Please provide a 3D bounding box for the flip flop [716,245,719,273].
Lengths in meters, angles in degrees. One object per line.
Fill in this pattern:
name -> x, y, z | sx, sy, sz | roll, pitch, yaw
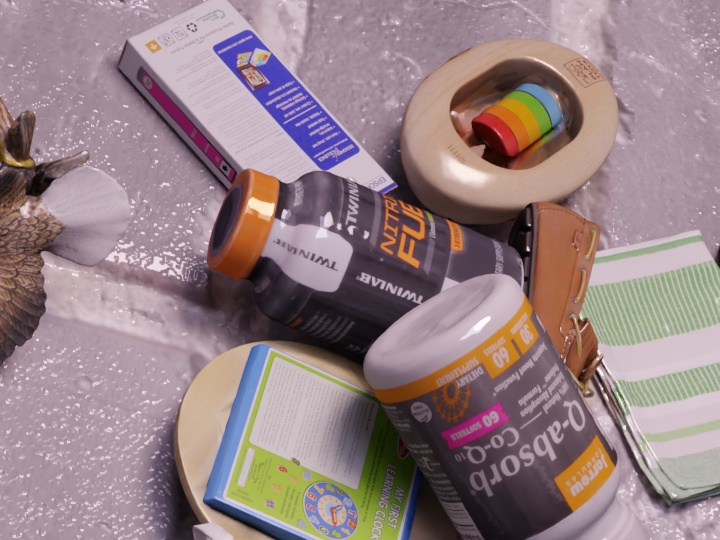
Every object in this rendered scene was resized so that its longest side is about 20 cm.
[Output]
flip flop -> 0.362, 0.011, 1.851 | 0.198, 0.058, 0.082 | 7, 56, 1

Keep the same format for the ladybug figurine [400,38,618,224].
ladybug figurine -> 0.105, -0.096, 1.805 | 0.199, 0.072, 0.136 | -30, 70, -36

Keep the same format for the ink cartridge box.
ink cartridge box -> -0.073, -0.104, 1.761 | 0.094, 0.037, 0.200 | -31, 69, -37

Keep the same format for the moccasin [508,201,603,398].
moccasin -> 0.134, 0.052, 1.705 | 0.077, 0.074, 0.203 | 15, 56, -12

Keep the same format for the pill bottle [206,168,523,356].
pill bottle -> 0.000, 0.000, 1.655 | 0.199, 0.106, 0.107 | 21, 50, -16

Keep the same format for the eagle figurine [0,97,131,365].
eagle figurine -> -0.259, -0.014, 1.564 | 0.152, 0.151, 0.200 | 43, 39, -2

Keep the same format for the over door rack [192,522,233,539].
over door rack -> -0.123, 0.254, 1.414 | 0.147, 0.067, 0.202 | -8, 85, -28

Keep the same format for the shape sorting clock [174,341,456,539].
shape sorting clock -> -0.028, 0.131, 1.594 | 0.199, 0.039, 0.201 | 16, 45, -16

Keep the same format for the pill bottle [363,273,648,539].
pill bottle -> 0.096, 0.113, 1.579 | 0.116, 0.116, 0.201 | -42, 106, -39

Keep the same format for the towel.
towel -> 0.230, 0.066, 1.771 | 0.152, 0.023, 0.201 | -12, 61, -30
